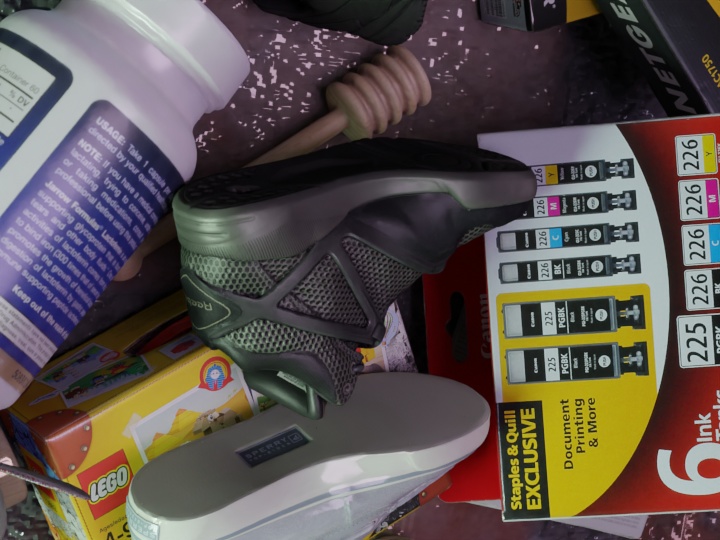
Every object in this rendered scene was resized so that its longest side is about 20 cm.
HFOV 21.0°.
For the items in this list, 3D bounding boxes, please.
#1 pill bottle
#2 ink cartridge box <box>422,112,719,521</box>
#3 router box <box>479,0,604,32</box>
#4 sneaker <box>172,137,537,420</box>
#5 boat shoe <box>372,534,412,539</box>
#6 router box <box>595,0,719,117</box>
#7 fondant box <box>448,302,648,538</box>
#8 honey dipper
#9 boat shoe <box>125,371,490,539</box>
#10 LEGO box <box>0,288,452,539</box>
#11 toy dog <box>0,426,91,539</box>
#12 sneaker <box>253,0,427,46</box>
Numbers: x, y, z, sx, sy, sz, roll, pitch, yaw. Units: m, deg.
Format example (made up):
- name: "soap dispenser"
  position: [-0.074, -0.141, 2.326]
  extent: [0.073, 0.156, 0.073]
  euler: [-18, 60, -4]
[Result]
- name: "pill bottle"
  position: [-0.147, -0.046, 0.892]
  extent: [0.200, 0.115, 0.116]
  euler: [-52, 124, -10]
- name: "ink cartridge box"
  position: [0.114, 0.027, 1.022]
  extent: [0.174, 0.084, 0.202]
  euler: [-5, 88, 10]
- name: "router box"
  position: [0.131, -0.246, 1.057]
  extent: [0.156, 0.052, 0.202]
  euler: [-19, 113, -28]
- name: "sneaker"
  position: [0.000, 0.000, 0.938]
  extent: [0.198, 0.076, 0.115]
  euler: [-17, 117, -36]
- name: "boat shoe"
  position: [0.004, 0.252, 1.101]
  extent: [0.071, 0.064, 0.202]
  euler: [15, 95, -35]
- name: "router box"
  position: [0.194, -0.182, 1.051]
  extent: [0.149, 0.051, 0.200]
  euler: [-49, 126, -13]
- name: "fondant box"
  position: [0.128, 0.044, 1.131]
  extent: [0.143, 0.058, 0.202]
  euler: [17, 94, -35]
- name: "honey dipper"
  position: [-0.050, -0.051, 1.004]
  extent: [0.199, 0.038, 0.038]
  euler: [-35, 119, -18]
- name: "boat shoe"
  position: [-0.025, 0.108, 0.956]
  extent: [0.200, 0.070, 0.072]
  euler: [-17, 129, -29]
- name: "LEGO box"
  position: [-0.067, 0.089, 1.004]
  extent: [0.199, 0.077, 0.150]
  euler: [-30, 117, -23]
- name: "toy dog"
  position: [-0.185, 0.117, 0.872]
  extent: [0.131, 0.200, 0.097]
  euler: [-31, 87, 2]
- name: "sneaker"
  position: [0.008, -0.159, 0.924]
  extent: [0.090, 0.200, 0.077]
  euler: [0, 72, -23]
